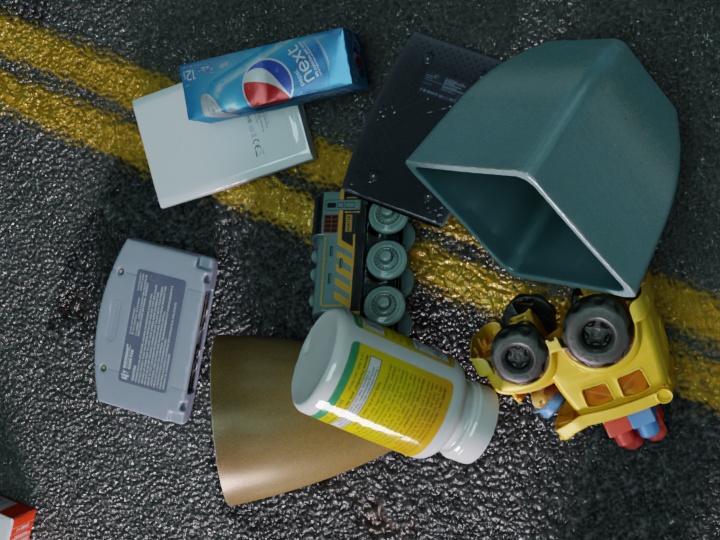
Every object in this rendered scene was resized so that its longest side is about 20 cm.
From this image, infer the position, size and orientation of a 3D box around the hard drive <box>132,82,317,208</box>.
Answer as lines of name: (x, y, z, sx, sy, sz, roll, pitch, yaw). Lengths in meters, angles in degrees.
hard drive: (-0.159, -0.164, 1.607, 0.198, 0.027, 0.134, -16, 88, 17)

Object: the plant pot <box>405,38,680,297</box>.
plant pot: (0.207, -0.121, 1.385, 0.195, 0.196, 0.201, 12, 64, 55)

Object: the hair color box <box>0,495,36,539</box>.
hair color box: (-0.486, 0.378, 1.721, 0.110, 0.064, 0.203, 18, 97, 15)

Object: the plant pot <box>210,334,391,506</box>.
plant pot: (-0.055, 0.156, 1.525, 0.197, 0.186, 0.189, -6, 91, 3)

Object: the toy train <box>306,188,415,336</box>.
toy train: (0.000, 0.000, 1.512, 0.112, 0.085, 0.203, -1, 68, 10)

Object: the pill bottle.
pill bottle: (0.038, 0.125, 1.418, 0.198, 0.113, 0.114, 23, 101, -19)

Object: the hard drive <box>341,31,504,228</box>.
hard drive: (0.075, -0.149, 1.491, 0.133, 0.042, 0.202, 20, 74, 15)

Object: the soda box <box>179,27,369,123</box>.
soda box: (-0.096, -0.215, 1.535, 0.197, 0.068, 0.065, -11, 89, 17)

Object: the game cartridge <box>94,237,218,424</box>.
game cartridge: (-0.248, 0.069, 1.644, 0.131, 0.041, 0.203, 13, 97, 13)

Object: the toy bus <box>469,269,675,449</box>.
toy bus: (0.237, 0.111, 1.455, 0.198, 0.136, 0.194, -20, 103, 19)
